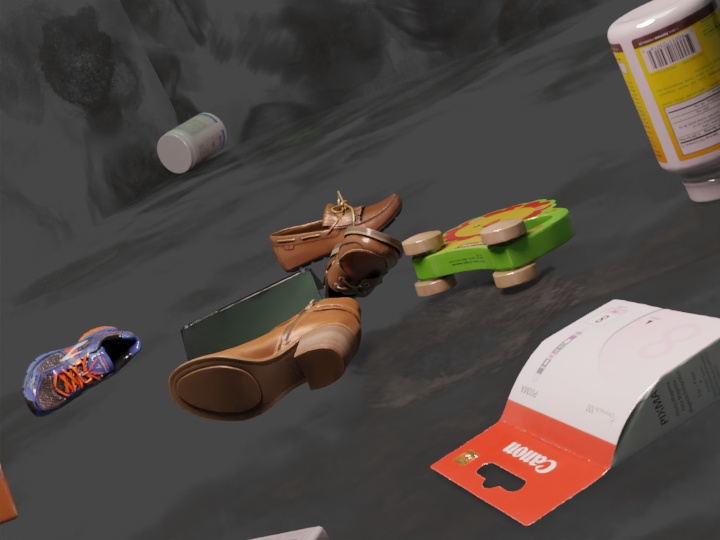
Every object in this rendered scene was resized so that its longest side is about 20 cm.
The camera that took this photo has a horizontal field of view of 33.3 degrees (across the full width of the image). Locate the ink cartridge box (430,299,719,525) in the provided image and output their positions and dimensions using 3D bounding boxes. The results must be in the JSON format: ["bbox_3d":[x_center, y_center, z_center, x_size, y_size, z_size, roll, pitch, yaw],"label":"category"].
[{"bbox_3d":[0.157,0.092,0.868,0.200,0.057,0.163,-25,13,-17],"label":"ink cartridge box"}]

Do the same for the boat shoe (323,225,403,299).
[{"bbox_3d":[0.000,0.000,1.396,0.200,0.072,0.068,130,162,-77],"label":"boat shoe"}]

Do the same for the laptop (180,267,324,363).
[{"bbox_3d":[-0.118,0.080,1.480,0.177,0.103,0.200,-25,-12,1],"label":"laptop"}]

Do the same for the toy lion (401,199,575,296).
[{"bbox_3d":[0.158,-0.037,1.336,0.192,0.069,0.200,-26,12,-37],"label":"toy lion"}]

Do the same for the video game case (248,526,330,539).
[{"bbox_3d":[-0.134,0.255,0.832,0.182,0.023,0.200,-18,17,30],"label":"video game case"}]

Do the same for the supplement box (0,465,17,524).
[{"bbox_3d":[-0.464,0.257,1.249,0.200,0.067,0.069,-20,18,-20],"label":"supplement box"}]

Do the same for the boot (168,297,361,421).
[{"bbox_3d":[-0.094,0.083,1.277,0.200,0.077,0.155,-19,16,14],"label":"boot"}]

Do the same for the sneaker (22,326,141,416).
[{"bbox_3d":[-0.376,0.129,1.631,0.078,0.075,0.200,-10,22,38],"label":"sneaker"}]

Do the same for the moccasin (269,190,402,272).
[{"bbox_3d":[-0.035,-0.067,1.730,0.201,0.078,0.074,-20,15,21],"label":"moccasin"}]

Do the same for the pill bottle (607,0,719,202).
[{"bbox_3d":[0.333,-0.174,1.210,0.109,0.200,0.109,-24,14,6],"label":"pill bottle"}]

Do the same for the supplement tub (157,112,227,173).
[{"bbox_3d":[-0.508,-0.388,3.654,0.132,0.132,0.200,-15,16,37],"label":"supplement tub"}]
